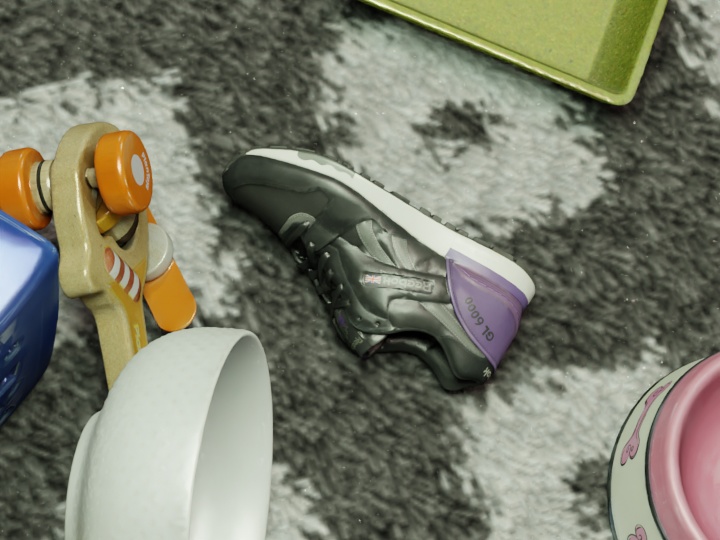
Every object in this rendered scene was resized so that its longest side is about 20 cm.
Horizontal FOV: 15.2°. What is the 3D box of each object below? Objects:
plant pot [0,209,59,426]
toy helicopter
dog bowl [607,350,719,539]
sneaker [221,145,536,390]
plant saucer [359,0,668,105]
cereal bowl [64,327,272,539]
[{"bbox_3d":[-0.290,0.040,1.447,0.199,0.200,0.180,31,70,3],"label":"plant pot"},{"bbox_3d":[-0.138,0.015,1.544,0.078,0.132,0.201,-9,90,16],"label":"toy helicopter"},{"bbox_3d":[0.249,0.129,1.578,0.199,0.074,0.201,4,66,-9],"label":"dog bowl"},{"bbox_3d":[0.000,0.000,1.588,0.199,0.076,0.088,26,70,1],"label":"sneaker"},{"bbox_3d":[0.103,-0.211,1.714,0.199,0.048,0.201,22,64,0],"label":"plant saucer"},{"bbox_3d":[-0.107,0.126,1.446,0.083,0.200,0.201,6,64,9],"label":"cereal bowl"}]
